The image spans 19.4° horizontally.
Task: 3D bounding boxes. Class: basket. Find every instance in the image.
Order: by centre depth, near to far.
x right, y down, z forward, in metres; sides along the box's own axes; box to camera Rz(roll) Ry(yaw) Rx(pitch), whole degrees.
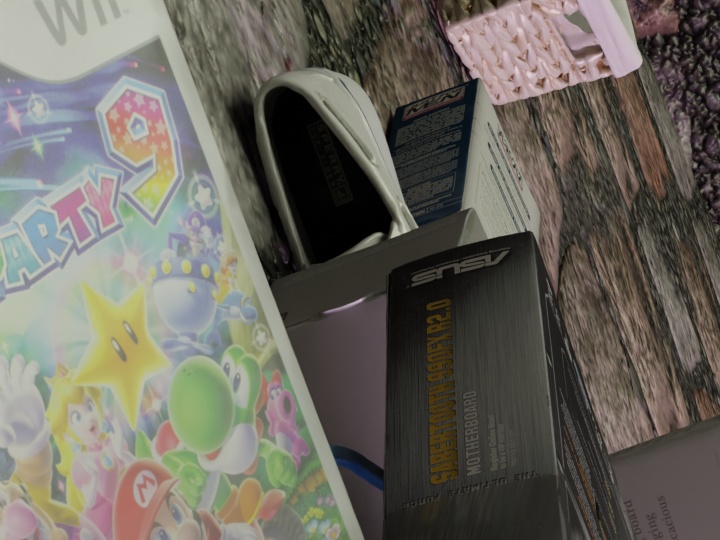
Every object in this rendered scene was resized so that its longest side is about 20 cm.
[{"bbox_3d":[0.120,-0.242,1.587,0.136,0.123,0.201,48,27,-55],"label":"basket"}]

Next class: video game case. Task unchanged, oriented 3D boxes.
[{"bbox_3d":[-0.061,0.040,0.443,0.143,0.018,0.201,-36,110,-49],"label":"video game case"}]

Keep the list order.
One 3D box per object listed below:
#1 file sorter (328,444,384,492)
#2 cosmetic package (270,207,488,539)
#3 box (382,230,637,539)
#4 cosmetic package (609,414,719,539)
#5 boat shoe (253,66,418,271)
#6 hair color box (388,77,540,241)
[{"bbox_3d":[-0.022,0.167,0.581,0.139,0.122,0.201,41,33,-60],"label":"file sorter"},{"bbox_3d":[0.036,0.087,0.919,0.090,0.106,0.201,-60,131,-70],"label":"cosmetic package"},{"bbox_3d":[0.059,0.114,0.598,0.159,0.048,0.201,-87,158,-60],"label":"box"},{"bbox_3d":[0.174,0.171,1.115,0.165,0.199,0.166,6,64,-73],"label":"cosmetic package"},{"bbox_3d":[0.000,0.000,0.987,0.201,0.073,0.065,62,19,5],"label":"boat shoe"},{"bbox_3d":[0.057,-0.024,1.211,0.200,0.060,0.101,-76,144,-63],"label":"hair color box"}]
